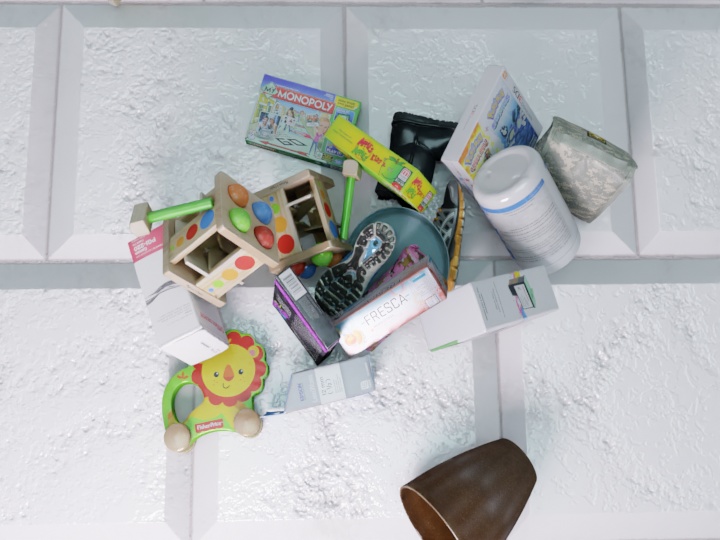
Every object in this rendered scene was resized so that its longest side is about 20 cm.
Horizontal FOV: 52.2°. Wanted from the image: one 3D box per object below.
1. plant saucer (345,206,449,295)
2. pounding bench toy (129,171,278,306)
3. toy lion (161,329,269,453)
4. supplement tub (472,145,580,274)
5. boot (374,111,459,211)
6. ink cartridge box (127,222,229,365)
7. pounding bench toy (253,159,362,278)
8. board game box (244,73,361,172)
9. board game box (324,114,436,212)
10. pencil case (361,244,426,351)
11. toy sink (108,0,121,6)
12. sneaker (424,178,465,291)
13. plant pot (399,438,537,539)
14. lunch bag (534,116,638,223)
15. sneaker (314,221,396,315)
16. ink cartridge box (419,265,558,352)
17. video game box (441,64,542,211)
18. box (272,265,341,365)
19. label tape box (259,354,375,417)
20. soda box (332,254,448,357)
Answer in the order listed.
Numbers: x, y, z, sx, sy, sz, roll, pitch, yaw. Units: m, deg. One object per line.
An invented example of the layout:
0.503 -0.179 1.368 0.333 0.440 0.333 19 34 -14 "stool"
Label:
0.067 -0.013 1.326 0.195 0.027 0.206 3 100 19 "plant saucer"
-0.242 -0.070 1.158 0.154 0.199 0.126 -33 45 23 "pounding bench toy"
-0.255 0.207 1.300 0.194 0.069 0.197 -12 74 -3 "toy lion"
0.292 -0.103 1.286 0.132 0.131 0.201 -45 124 -9 "supplement tub"
0.133 -0.191 1.370 0.194 0.076 0.173 12 81 -1 "boot"
-0.309 0.044 1.259 0.083 0.146 0.204 -25 70 1 "ink cartridge box"
-0.067 -0.086 1.289 0.196 0.124 0.160 -21 81 16 "pounding bench toy"
-0.108 -0.281 1.400 0.195 0.029 0.138 15 81 1 "board game box"
0.035 -0.187 1.289 0.199 0.101 0.048 39 93 30 "board game box"
0.052 0.048 1.285 0.086 0.083 0.200 37 111 -20 "pencil case"
-0.401 -0.602 1.394 0.109 0.130 0.205 20 79 1 "toy sink"
0.150 -0.066 1.339 0.075 0.078 0.206 8 92 10 "sneaker"
0.197 0.381 1.237 0.198 0.187 0.189 -33 83 -22 "plant pot"
0.389 -0.188 1.315 0.161 0.200 0.120 27 81 4 "lunch bag"
0.000 0.000 1.289 0.079 0.090 0.200 46 108 7 "sneaker"
0.218 0.064 1.253 0.196 0.144 0.086 -11 78 -38 "ink cartridge box"
0.244 -0.233 1.336 0.046 0.181 0.204 15 73 46 "video game box"
-0.096 0.083 1.252 0.036 0.200 0.144 -35 83 -17 "box"
-0.076 0.199 1.261 0.194 0.143 0.068 -11 82 -4 "label tape box"
0.048 0.059 1.209 0.197 0.069 0.064 -32 100 16 "soda box"
